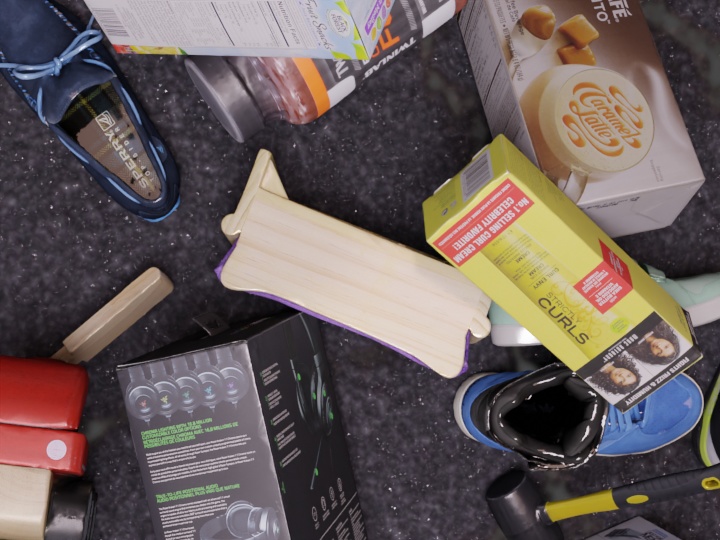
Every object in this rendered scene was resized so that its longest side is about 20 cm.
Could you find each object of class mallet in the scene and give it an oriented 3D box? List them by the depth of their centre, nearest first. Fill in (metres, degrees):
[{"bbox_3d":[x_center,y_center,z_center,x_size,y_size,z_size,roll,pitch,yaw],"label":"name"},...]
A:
[{"bbox_3d":[0.183,0.173,0.853,0.041,0.198,0.067,-43,112,-47],"label":"mallet"}]

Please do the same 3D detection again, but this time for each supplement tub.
[{"bbox_3d":[-0.026,-0.177,0.840,0.199,0.107,0.108,-38,96,-7],"label":"supplement tub"}]

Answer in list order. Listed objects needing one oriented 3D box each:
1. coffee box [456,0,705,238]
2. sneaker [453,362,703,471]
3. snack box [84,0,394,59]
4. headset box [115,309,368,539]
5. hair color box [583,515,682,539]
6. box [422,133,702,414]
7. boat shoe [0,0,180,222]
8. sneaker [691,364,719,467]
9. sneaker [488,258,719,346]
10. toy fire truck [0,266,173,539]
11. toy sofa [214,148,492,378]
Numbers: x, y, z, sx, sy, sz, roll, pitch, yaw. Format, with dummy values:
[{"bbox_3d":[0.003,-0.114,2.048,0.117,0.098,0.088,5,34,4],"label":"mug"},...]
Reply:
[{"bbox_3d":[0.152,-0.127,0.849,0.112,0.080,0.203,-10,70,-9],"label":"coffee box"},{"bbox_3d":[0.176,0.106,0.874,0.196,0.111,0.078,3,90,-10],"label":"sneaker"},{"bbox_3d":[-0.062,-0.222,0.773,0.197,0.068,0.171,6,59,28],"label":"snack box"},{"bbox_3d":[-0.072,0.126,0.792,0.091,0.174,0.204,-12,94,13],"label":"headset box"},{"bbox_3d":[0.150,0.257,0.873,0.197,0.109,0.066,-23,95,-8],"label":"hair color box"},{"bbox_3d":[0.133,0.006,0.772,0.075,0.050,0.199,-39,115,23],"label":"box"},{"bbox_3d":[-0.190,-0.126,0.831,0.200,0.069,0.084,45,84,-7],"label":"boat shoe"},{"bbox_3d":[0.320,0.073,0.913,0.071,0.083,0.203,16,88,-10],"label":"sneaker"},{"bbox_3d":[0.191,-0.012,0.889,0.197,0.074,0.121,-6,91,-2],"label":"sneaker"},{"bbox_3d":[-0.198,0.085,0.789,0.126,0.176,0.204,7,75,-9],"label":"toy fire truck"},{"bbox_3d":[0.000,0.000,0.840,0.197,0.083,0.099,21,85,3],"label":"toy sofa"}]
